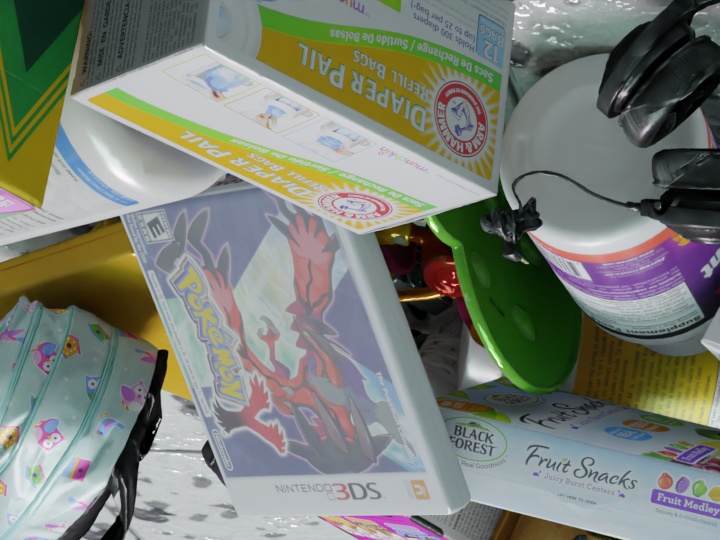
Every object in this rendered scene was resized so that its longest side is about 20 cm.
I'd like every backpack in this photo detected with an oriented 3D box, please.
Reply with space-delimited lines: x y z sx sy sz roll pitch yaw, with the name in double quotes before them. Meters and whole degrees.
"backpack" -0.198 0.105 1.619 0.126 0.168 0.200 20 149 -15

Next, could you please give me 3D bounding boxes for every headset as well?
"headset" 0.154 -0.064 1.272 0.199 0.124 0.094 -26 175 21

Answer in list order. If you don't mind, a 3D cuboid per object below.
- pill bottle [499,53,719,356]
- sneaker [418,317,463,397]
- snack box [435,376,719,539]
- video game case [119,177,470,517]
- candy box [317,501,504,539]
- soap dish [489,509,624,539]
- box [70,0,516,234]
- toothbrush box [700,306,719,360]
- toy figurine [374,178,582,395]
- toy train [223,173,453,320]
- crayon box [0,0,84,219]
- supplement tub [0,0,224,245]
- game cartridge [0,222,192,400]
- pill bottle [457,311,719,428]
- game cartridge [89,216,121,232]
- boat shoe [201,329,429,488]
"pill bottle" 0.155 -0.026 1.430 0.111 0.112 0.200 -1 157 21
"sneaker" 0.045 0.070 1.706 0.074 0.100 0.200 16 175 16
"snack box" 0.144 0.111 1.473 0.199 0.053 0.142 12 -173 21
"video game case" -0.039 0.044 1.450 0.182 0.201 0.023 -7 -162 47
"candy box" 0.068 0.162 1.658 0.200 0.061 0.136 33 162 -32
"soap dish" 0.117 0.202 1.506 0.081 0.158 0.200 24 -175 -13
"box" -0.028 -0.108 1.286 0.199 0.113 0.101 24 153 -39
"toothbrush box" 0.288 0.027 1.449 0.085 0.147 0.200 24 172 35
"toy figurine" 0.000 0.000 1.475 0.183 0.151 0.200 -14 140 27
"toy train" -0.014 -0.022 1.585 0.034 0.046 0.200 -30 142 31
"crayon box" -0.225 -0.099 1.283 0.199 0.173 0.058 -13 148 40
"supplement tub" -0.169 -0.084 1.364 0.199 0.133 0.132 -12 152 38
"game cartridge" -0.121 0.027 1.662 0.199 0.033 0.176 27 151 -38
"pill bottle" 0.163 0.049 1.613 0.199 0.113 0.113 8 158 -1
"game cartridge" -0.103 0.026 1.749 0.199 0.033 0.176 16 157 -17
"boat shoe" -0.026 0.086 1.731 0.063 0.200 0.073 31 135 24
